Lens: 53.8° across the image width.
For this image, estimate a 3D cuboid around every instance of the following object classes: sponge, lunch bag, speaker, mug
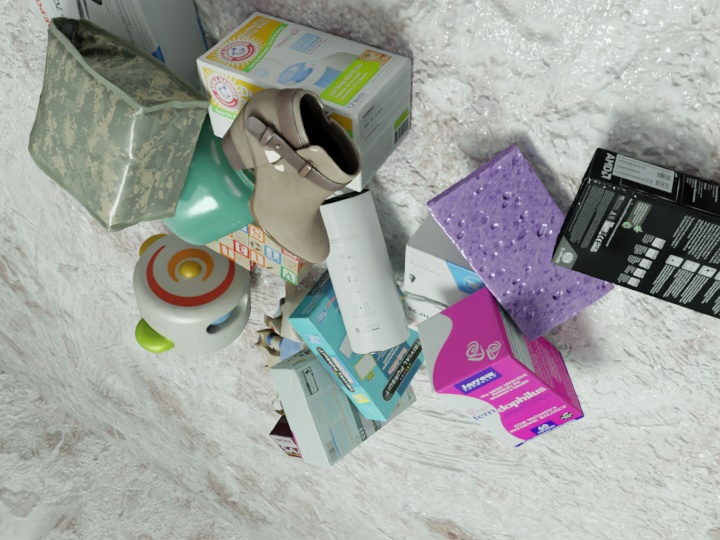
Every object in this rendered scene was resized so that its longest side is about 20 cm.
[{"bbox_3d":[0.173,-0.026,0.763,0.111,0.030,0.200,-35,108,14],"label":"sponge"},{"bbox_3d":[-0.286,-0.168,0.797,0.200,0.118,0.164,38,123,19],"label":"lunch bag"},{"bbox_3d":[0.000,0.000,0.900,0.081,0.081,0.200,-5,106,45],"label":"speaker"},{"bbox_3d":[-0.194,-0.136,0.911,0.114,0.152,0.185,-21,110,21],"label":"mug"}]

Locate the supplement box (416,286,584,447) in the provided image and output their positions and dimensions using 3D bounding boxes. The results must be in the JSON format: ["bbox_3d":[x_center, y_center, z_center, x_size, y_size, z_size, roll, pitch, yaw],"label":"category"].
[{"bbox_3d":[0.168,0.120,0.847,0.101,0.104,0.200,-32,134,24],"label":"supplement box"}]

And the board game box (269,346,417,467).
[{"bbox_3d":[-0.019,0.168,1.034,0.064,0.200,0.148,-8,103,47],"label":"board game box"}]

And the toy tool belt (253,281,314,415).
[{"bbox_3d":[-0.103,0.115,1.110,0.125,0.200,0.123,8,-168,-38],"label":"toy tool belt"}]

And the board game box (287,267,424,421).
[{"bbox_3d":[0.007,0.086,0.991,0.047,0.151,0.200,-5,128,46],"label":"board game box"}]

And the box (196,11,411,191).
[{"bbox_3d":[-0.059,-0.185,0.764,0.200,0.113,0.101,24,145,21],"label":"box"}]

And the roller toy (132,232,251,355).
[{"bbox_3d":[-0.271,0.030,1.154,0.182,0.200,0.140,-1,144,-7],"label":"roller toy"}]

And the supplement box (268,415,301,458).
[{"bbox_3d":[-0.046,0.205,1.138,0.109,0.200,0.061,-6,128,46],"label":"supplement box"}]

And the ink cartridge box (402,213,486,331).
[{"bbox_3d":[0.119,0.034,0.904,0.116,0.067,0.200,22,143,19],"label":"ink cartridge box"}]

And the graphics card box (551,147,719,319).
[{"bbox_3d":[0.294,-0.028,0.664,0.200,0.051,0.126,18,144,10],"label":"graphics card box"}]

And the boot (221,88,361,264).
[{"bbox_3d":[-0.053,-0.089,0.712,0.146,0.070,0.200,-7,130,47],"label":"boot"}]

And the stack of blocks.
[{"bbox_3d":[-0.161,-0.059,1.055,0.200,0.059,0.115,28,145,14],"label":"stack of blocks"}]

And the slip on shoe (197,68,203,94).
[{"bbox_3d":[-0.122,-0.180,0.877,0.061,0.074,0.200,-34,105,27],"label":"slip on shoe"}]

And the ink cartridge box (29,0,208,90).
[{"bbox_3d":[-0.294,-0.298,0.868,0.200,0.086,0.147,16,141,26],"label":"ink cartridge box"}]
